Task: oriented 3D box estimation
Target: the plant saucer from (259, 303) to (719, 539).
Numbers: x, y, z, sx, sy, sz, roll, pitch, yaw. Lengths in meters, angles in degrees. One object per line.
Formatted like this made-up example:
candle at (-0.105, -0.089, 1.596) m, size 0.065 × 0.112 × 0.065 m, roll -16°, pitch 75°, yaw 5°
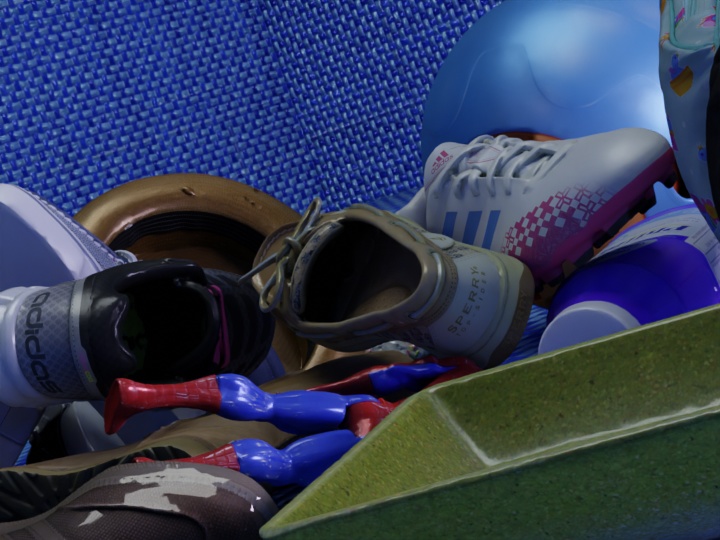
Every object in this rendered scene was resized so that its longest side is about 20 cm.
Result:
plant saucer at (0.090, 0.062, 0.693) m, size 0.200 × 0.048 × 0.200 m, roll -17°, pitch 5°, yaw 20°

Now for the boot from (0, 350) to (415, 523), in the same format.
boot at (-0.082, 0.098, 0.944) m, size 0.175 × 0.066 × 0.200 m, roll -12°, pitch 5°, yaw 28°

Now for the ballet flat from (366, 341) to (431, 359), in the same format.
ballet flat at (-0.043, 0.055, 1.239) m, size 0.200 × 0.064 × 0.076 m, roll -18°, pitch 4°, yaw 1°

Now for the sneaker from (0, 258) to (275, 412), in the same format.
sneaker at (-0.091, 0.032, 0.947) m, size 0.087 × 0.074 × 0.200 m, roll -6°, pitch -3°, yaw 33°

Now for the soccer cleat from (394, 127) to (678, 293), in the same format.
soccer cleat at (0.071, -0.033, 0.918) m, size 0.070 × 0.086 × 0.200 m, roll -38°, pitch -1°, yaw -29°

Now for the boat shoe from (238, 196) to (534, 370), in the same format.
boat shoe at (0.000, 0.000, 0.920) m, size 0.063 × 0.073 × 0.200 m, roll 22°, pitch -9°, yaw -34°

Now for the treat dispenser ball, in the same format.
treat dispenser ball at (0.136, -0.074, 1.170) m, size 0.201 × 0.201 × 0.201 m, roll -19°, pitch 4°, yaw 2°

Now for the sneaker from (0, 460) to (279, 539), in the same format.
sneaker at (-0.123, 0.132, 0.757) m, size 0.200 × 0.071 × 0.076 m, roll -15°, pitch 32°, yaw 21°

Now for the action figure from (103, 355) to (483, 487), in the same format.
action figure at (-0.007, 0.069, 0.826) m, size 0.200 × 0.065 × 0.052 m, roll -3°, pitch -39°, yaw -22°

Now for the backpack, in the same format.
backpack at (0.195, -0.074, 0.840) m, size 0.126 × 0.167 × 0.200 m, roll -9°, pitch 23°, yaw 12°

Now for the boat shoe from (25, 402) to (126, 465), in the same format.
boat shoe at (-0.160, 0.107, 1.123) m, size 0.068 × 0.072 × 0.200 m, roll -52°, pitch 20°, yaw 2°

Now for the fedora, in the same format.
fedora at (-0.096, 0.036, 1.174) m, size 0.200 × 0.201 × 0.082 m, roll -21°, pitch -27°, yaw -25°

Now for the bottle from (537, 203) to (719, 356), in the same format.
bottle at (0.133, 0.018, 0.924) m, size 0.083 × 0.065 × 0.200 m, roll -24°, pitch 2°, yaw 25°

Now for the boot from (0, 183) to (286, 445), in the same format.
boot at (-0.124, 0.019, 1.052) m, size 0.073 × 0.200 × 0.090 m, roll -21°, pitch 21°, yaw 43°

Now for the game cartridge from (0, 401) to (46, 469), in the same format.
game cartridge at (-0.202, 0.106, 1.024) m, size 0.038 × 0.130 × 0.200 m, roll 25°, pitch -1°, yaw -6°
